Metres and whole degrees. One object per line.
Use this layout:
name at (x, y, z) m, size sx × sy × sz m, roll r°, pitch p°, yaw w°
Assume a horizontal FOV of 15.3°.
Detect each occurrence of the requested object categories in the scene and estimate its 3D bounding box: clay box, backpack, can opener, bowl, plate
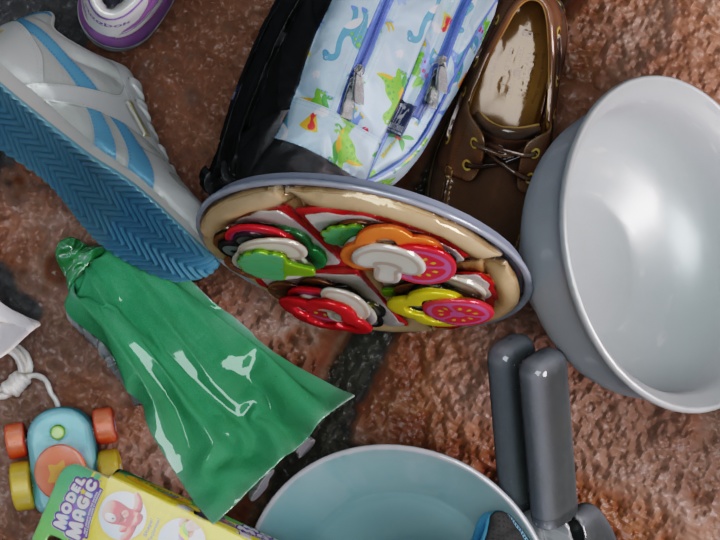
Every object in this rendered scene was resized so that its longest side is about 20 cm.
clay box at (-0.104, 0.201, 1.608) m, size 0.199 × 0.048 × 0.116 m, roll 24°, pitch 94°, yaw 4°
backpack at (-0.003, -0.125, 1.602) m, size 0.153 × 0.163 × 0.201 m, roll 11°, pitch 83°, yaw -9°
can opener at (0.113, 0.126, 1.611) m, size 0.066 × 0.052 × 0.201 m, roll -34°, pitch 128°, yaw -33°
bowl at (0.159, -0.009, 1.604) m, size 0.200 × 0.090 × 0.203 m, roll 12°, pitch 72°, yaw -40°
plate at (0.025, 0.200, 1.633) m, size 0.199 × 0.026 × 0.202 m, roll 3°, pitch 101°, yaw 17°

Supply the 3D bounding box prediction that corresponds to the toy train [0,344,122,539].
toy train at (-0.232, 0.150, 1.639) m, size 0.150 × 0.056 × 0.201 m, roll 31°, pitch 90°, yaw 0°

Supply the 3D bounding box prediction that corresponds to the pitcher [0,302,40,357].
pitcher at (-0.305, -0.028, 1.619) m, size 0.171 × 0.121 × 0.201 m, roll -19°, pitch 101°, yaw 15°

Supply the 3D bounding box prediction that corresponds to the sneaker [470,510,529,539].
sneaker at (0.016, 0.205, 1.558) m, size 0.199 × 0.073 × 0.082 m, roll -20°, pitch 87°, yaw -20°

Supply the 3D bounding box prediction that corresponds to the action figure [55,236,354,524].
action figure at (-0.114, 0.049, 1.631) m, size 0.118 × 0.055 × 0.200 m, roll -39°, pitch 75°, yaw -23°

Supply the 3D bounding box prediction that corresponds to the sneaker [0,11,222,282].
sneaker at (-0.152, -0.077, 1.622) m, size 0.200 × 0.077 × 0.081 m, roll 43°, pitch 54°, yaw 2°

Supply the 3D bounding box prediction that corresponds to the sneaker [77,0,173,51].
sneaker at (-0.115, -0.233, 1.610) m, size 0.072 × 0.114 × 0.202 m, roll 17°, pitch 82°, yaw 0°

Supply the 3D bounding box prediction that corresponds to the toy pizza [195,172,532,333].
toy pizza at (0.000, 0.000, 1.549) m, size 0.199 × 0.200 × 0.032 m, roll 13°, pitch 69°, yaw 0°

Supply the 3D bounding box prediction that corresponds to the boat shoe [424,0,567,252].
boat shoe at (0.082, -0.078, 1.635) m, size 0.072 × 0.068 × 0.201 m, roll 12°, pitch 90°, yaw 0°
